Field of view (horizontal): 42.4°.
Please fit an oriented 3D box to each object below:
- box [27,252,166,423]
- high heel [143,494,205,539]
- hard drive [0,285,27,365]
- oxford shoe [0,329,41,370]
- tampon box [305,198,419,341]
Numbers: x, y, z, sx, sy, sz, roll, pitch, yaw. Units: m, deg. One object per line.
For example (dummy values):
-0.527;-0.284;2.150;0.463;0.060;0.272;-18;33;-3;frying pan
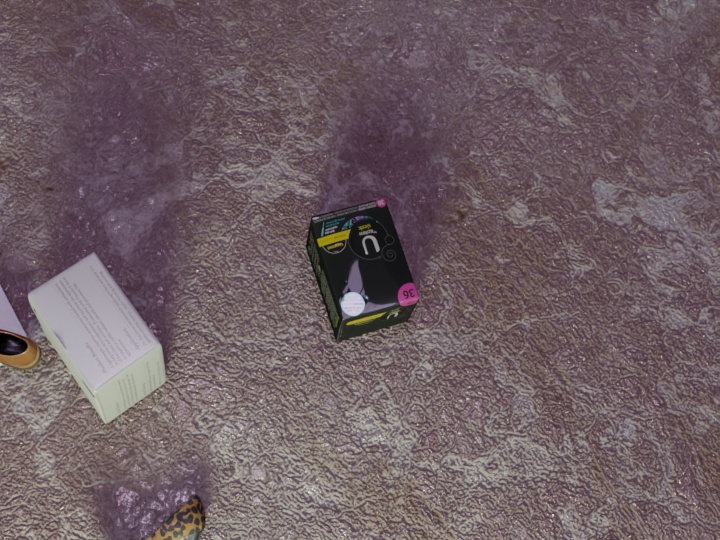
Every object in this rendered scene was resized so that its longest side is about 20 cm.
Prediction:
-0.431;0.116;1.539;0.130;0.201;0.200;-34;76;-21;box
-0.352;0.415;1.493;0.197;0.071;0.145;19;72;-18;high heel
-0.683;0.125;1.593;0.198;0.026;0.133;-29;75;-18;hard drive
-0.638;0.115;1.552;0.196;0.071;0.073;8;68;-4;oxford shoe
0.000;0.000;1.687;0.147;0.127;0.203;-15;71;-13;tampon box
